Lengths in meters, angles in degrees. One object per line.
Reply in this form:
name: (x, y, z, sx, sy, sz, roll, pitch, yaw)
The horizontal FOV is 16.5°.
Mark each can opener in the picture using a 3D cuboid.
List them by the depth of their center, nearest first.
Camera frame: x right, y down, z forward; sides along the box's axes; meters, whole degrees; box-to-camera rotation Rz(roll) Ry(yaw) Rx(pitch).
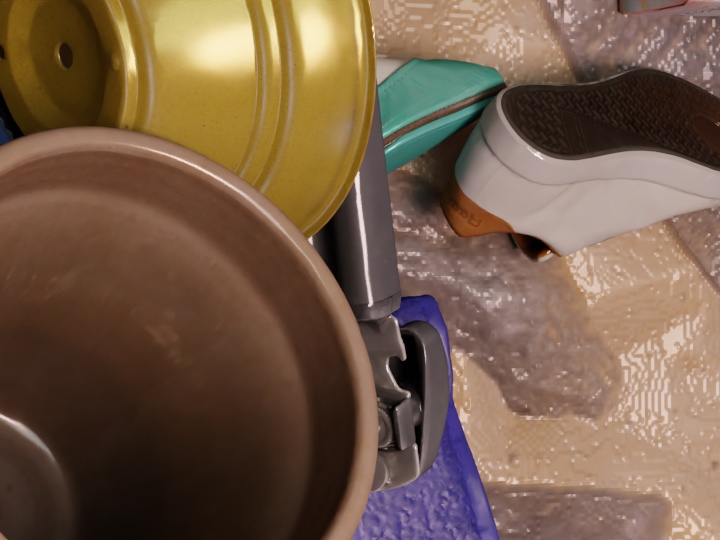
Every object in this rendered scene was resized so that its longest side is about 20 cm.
can opener: (0.000, 0.000, 1.090, 0.067, 0.053, 0.200, -26, 113, -57)

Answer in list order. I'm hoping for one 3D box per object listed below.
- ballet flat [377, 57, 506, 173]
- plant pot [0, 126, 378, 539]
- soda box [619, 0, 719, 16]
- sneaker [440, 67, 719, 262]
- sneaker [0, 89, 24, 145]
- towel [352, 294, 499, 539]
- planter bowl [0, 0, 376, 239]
ballet flat: (-0.020, -0.060, 1.130, 0.200, 0.067, 0.070, -35, 88, -25)
plant pot: (-0.118, 0.070, 0.962, 0.200, 0.175, 0.200, 15, 59, -26)
soda box: (0.167, -0.228, 1.223, 0.068, 0.064, 0.200, -2, 91, -26)
sneaker: (0.116, -0.048, 1.205, 0.200, 0.085, 0.073, 0, 49, -41)
sneaker: (-0.170, -0.047, 1.054, 0.078, 0.066, 0.200, -29, 89, 15)
towel: (-0.039, 0.102, 1.128, 0.200, 0.050, 0.148, -13, 88, -25)
planter bowl: (-0.091, -0.093, 1.001, 0.083, 0.200, 0.201, -19, 98, -40)
